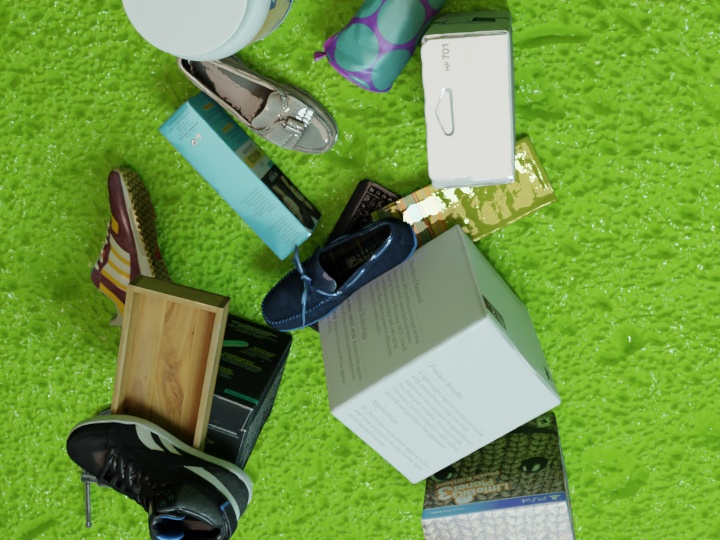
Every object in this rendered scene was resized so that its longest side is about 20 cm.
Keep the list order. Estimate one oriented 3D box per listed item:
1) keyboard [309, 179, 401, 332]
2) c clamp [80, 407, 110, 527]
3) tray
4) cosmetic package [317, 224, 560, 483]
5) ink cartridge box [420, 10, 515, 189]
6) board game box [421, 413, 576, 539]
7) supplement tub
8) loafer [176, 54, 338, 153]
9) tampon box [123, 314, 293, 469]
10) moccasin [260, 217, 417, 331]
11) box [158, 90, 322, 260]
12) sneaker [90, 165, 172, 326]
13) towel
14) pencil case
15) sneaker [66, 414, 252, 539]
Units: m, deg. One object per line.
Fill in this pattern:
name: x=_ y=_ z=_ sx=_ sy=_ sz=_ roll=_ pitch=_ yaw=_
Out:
keyboard: x=0.000 y=0.000 z=1.168 sx=0.104 sy=0.040 sz=0.200 roll=27 pitch=111 yaw=-2
c clamp: x=-0.280 y=0.257 z=1.307 sx=0.199 sy=0.027 sz=0.171 roll=-3 pitch=104 yaw=10
tray: x=-0.200 y=0.112 z=1.023 sx=0.098 sy=0.037 sz=0.200 roll=14 pitch=111 yaw=3
cosmetic package: x=0.083 y=0.094 z=1.099 sx=0.200 sy=0.165 sz=0.165 roll=-32 pitch=126 yaw=16
ink cartridge box: x=0.114 y=-0.179 z=1.003 sx=0.086 sy=0.200 sz=0.147 roll=-2 pitch=109 yaw=8
board game box: x=0.162 y=0.266 z=1.155 sx=0.159 sy=0.200 sz=0.097 roll=-10 pitch=108 yaw=10
supplement tub: x=-0.150 y=-0.290 z=0.999 sx=0.144 sy=0.200 sz=0.145 roll=2 pitch=110 yaw=6
loafer: x=-0.118 y=-0.187 z=1.104 sx=0.200 sy=0.063 sz=0.072 roll=32 pitch=110 yaw=-4
tampon box: x=-0.183 y=0.144 z=1.157 sx=0.150 sy=0.200 sz=0.127 roll=19 pitch=111 yaw=2
moccasin: x=-0.035 y=-0.005 z=1.099 sx=0.200 sy=0.068 sz=0.081 roll=-37 pitch=67 yaw=13
box: x=-0.133 y=-0.110 z=1.124 sx=0.049 sy=0.082 sz=0.200 roll=-40 pitch=100 yaw=18
sneaker: x=-0.287 y=-0.023 z=1.179 sx=0.090 sy=0.075 sz=0.200 roll=-9 pitch=107 yaw=8
towel: x=0.117 y=-0.070 z=1.122 sx=0.200 sy=0.018 sz=0.086 roll=-27 pitch=105 yaw=5
pencil case: x=0.039 y=-0.286 z=1.037 sx=0.092 sy=0.085 sz=0.200 roll=25 pitch=111 yaw=-19
sneaker: x=-0.212 y=0.211 z=0.980 sx=0.200 sy=0.112 sz=0.073 roll=18 pitch=109 yaw=2
